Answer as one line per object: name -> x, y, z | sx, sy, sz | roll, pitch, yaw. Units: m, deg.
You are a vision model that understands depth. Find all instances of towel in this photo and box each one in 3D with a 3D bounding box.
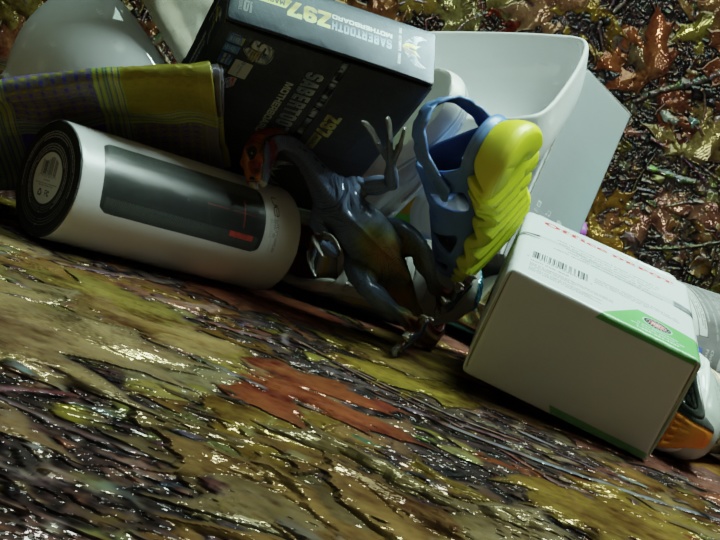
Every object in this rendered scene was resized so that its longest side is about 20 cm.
towel -> -0.188, -0.097, 0.991 | 0.197, 0.023, 0.144 | -5, -21, -8

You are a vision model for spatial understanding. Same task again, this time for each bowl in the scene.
bowl -> 0.091, -0.140, 1.233 | 0.197, 0.075, 0.200 | 5, 32, 21

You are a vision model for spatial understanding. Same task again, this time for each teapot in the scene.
teapot -> -0.235, -0.130, 1.196 | 0.198, 0.145, 0.200 | 54, -14, 10

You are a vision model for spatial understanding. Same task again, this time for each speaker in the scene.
speaker -> -0.137, -0.042, 1.004 | 0.199, 0.082, 0.081 | 16, 7, -44

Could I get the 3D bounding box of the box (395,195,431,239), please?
box -> -0.036, -0.048, 1.257 | 0.198, 0.114, 0.101 | 18, 7, -8

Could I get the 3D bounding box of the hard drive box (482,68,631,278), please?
hard drive box -> 0.141, -0.080, 1.333 | 0.077, 0.202, 0.155 | 37, -20, -31

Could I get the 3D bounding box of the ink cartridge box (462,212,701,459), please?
ink cartridge box -> 0.165, 0.040, 1.051 | 0.145, 0.085, 0.200 | 26, 17, 4

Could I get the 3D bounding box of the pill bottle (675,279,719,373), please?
pill bottle -> 0.295, 0.072, 1.284 | 0.199, 0.115, 0.113 | 14, 8, -43

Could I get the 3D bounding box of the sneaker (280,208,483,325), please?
sneaker -> 0.000, 0.000, 1.147 | 0.197, 0.078, 0.081 | 12, 3, 13

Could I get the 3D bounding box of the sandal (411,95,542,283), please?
sandal -> 0.077, -0.063, 1.041 | 0.087, 0.080, 0.201 | 37, -27, 17

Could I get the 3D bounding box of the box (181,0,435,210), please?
box -> -0.055, -0.124, 1.049 | 0.156, 0.052, 0.200 | 15, -30, -19

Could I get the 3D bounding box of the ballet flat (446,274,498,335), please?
ballet flat -> 0.126, 0.039, 1.239 | 0.070, 0.071, 0.200 | 17, 7, -32

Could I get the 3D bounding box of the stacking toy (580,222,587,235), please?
stacking toy -> 0.182, -0.028, 1.383 | 0.109, 0.202, 0.116 | 20, 5, 0

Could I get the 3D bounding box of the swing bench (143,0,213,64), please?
swing bench -> -0.139, -0.228, 1.217 | 0.200, 0.129, 0.200 | 62, -15, -15

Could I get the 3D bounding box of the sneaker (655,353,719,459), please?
sneaker -> 0.264, 0.107, 1.081 | 0.091, 0.076, 0.200 | 32, 12, 2

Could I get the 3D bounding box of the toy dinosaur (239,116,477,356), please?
toy dinosaur -> -0.014, -0.023, 1.039 | 0.181, 0.105, 0.200 | 43, -23, 12

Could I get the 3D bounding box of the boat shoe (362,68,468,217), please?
boat shoe -> 0.039, -0.087, 1.122 | 0.068, 0.073, 0.200 | 23, -38, -20
